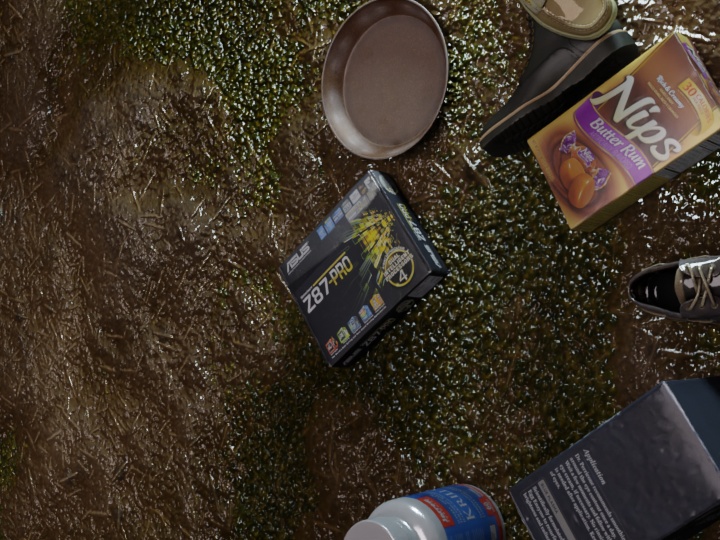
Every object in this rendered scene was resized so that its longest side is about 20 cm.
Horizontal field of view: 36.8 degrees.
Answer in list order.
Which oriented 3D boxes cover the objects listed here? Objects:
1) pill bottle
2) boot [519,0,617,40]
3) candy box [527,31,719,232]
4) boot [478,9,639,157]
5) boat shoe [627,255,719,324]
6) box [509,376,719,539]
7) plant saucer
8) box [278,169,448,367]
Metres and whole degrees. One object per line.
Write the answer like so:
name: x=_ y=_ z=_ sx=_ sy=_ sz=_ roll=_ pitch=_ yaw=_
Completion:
pill bottle: x=0.071 y=0.307 z=1.211 sx=0.111 sy=0.198 sz=0.115 roll=-1 pitch=88 yaw=36
boot: x=0.172 y=-0.328 z=1.123 sx=0.072 sy=0.154 sz=0.200 roll=-48 pitch=64 yaw=9
candy box: x=0.287 y=-0.143 z=1.150 sx=0.199 sy=0.056 sz=0.118 roll=-36 pitch=67 yaw=30
boot: x=0.198 y=-0.235 z=1.219 sx=0.199 sy=0.077 sz=0.140 roll=-35 pitch=64 yaw=17
boat shoe: x=0.337 y=0.022 z=1.050 sx=0.199 sy=0.072 sz=0.076 roll=164 pitch=103 yaw=-63
box: x=0.285 y=0.204 z=1.051 sx=0.200 sy=0.195 sz=0.119 roll=-41 pitch=64 yaw=28
plant saucer: x=0.035 y=-0.240 z=1.361 sx=0.197 sy=0.034 sz=0.205 roll=-2 pitch=86 yaw=37
box: x=0.000 y=0.000 z=1.371 sx=0.200 sy=0.049 sz=0.163 roll=-44 pitch=61 yaw=29
